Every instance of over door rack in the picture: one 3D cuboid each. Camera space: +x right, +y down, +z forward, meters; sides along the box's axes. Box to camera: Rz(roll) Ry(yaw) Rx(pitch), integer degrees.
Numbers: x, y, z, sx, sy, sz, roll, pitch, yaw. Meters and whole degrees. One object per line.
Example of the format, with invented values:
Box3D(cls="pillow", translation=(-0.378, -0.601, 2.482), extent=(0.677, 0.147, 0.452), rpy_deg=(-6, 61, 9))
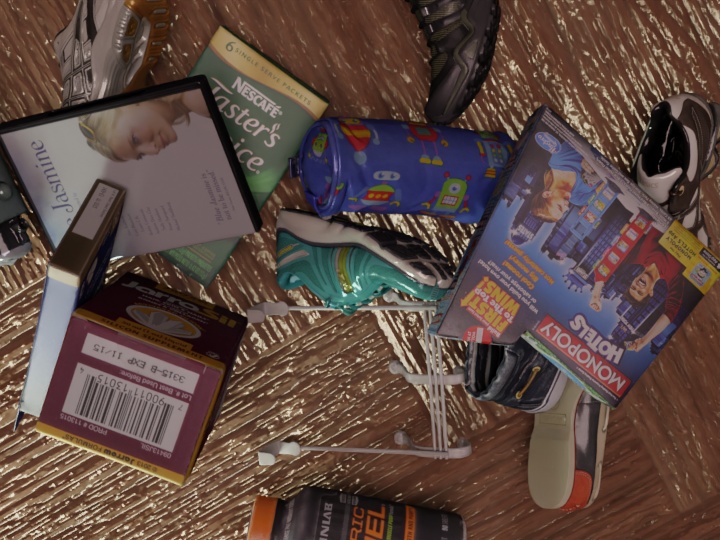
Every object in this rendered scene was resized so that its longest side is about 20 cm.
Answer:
Box3D(cls="over door rack", translation=(0.001, 0.096, 1.043), extent=(0.196, 0.067, 0.151), rpy_deg=(-3, 98, 13))

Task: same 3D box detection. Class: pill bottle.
Box3D(cls="pill bottle", translation=(-0.008, 0.260, 1.045), extent=(0.196, 0.106, 0.108), rpy_deg=(11, 99, -2))

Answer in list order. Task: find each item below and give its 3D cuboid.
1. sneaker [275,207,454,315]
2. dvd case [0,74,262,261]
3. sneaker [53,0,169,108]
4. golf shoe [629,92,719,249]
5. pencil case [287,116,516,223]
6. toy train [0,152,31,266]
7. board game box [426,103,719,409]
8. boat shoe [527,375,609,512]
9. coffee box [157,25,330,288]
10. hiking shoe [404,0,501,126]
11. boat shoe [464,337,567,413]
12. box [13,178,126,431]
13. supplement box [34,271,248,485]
Box3D(cls="sneaker", translation=(0.000, 0.000, 0.980), extent=(0.077, 0.198, 0.081), rpy_deg=(5, 97, -45))
Box3D(cls="dvd case", translation=(-0.196, -0.079, 0.964), extent=(0.197, 0.018, 0.144), rpy_deg=(-10, 121, 17))
Box3D(cls="sneaker", translation=(-0.232, -0.168, 1.002), extent=(0.087, 0.075, 0.202), rpy_deg=(31, 109, 24))
Box3D(cls="golf shoe", translation=(0.260, -0.055, 0.991), extent=(0.077, 0.094, 0.204), rpy_deg=(9, 95, 41))
Box3D(cls="pencil case", translation=(0.041, -0.081, 0.967), extent=(0.197, 0.078, 0.088), rpy_deg=(1, 120, -27))
Box3D(cls="toy train", translation=(-0.357, -0.087, 0.984), extent=(0.113, 0.085, 0.203), rpy_deg=(-17, 100, 32))
Box3D(cls="board game box", translation=(0.158, 0.008, 0.934), extent=(0.199, 0.062, 0.201), rpy_deg=(41, 87, -1))
Box3D(cls="boat shoe", translation=(0.199, 0.119, 1.043), extent=(0.062, 0.071, 0.204), rpy_deg=(10, 85, -38))
Box3D(cls="coffee box", translation=(-0.129, -0.102, 1.016), extent=(0.122, 0.044, 0.201), rpy_deg=(35, 98, -5))
Box3D(cls="hiking shoe", translation=(0.072, -0.230, 0.990), extent=(0.099, 0.076, 0.203), rpy_deg=(14, 95, 12))
Box3D(cls="boat shoe", translation=(0.156, 0.026, 0.999), extent=(0.090, 0.070, 0.204), rpy_deg=(12, 94, -41))
Box3D(cls="box", translation=(-0.247, 0.036, 0.965), extent=(0.032, 0.122, 0.202), rpy_deg=(20, 128, -7))
Box3D(cls="supplement box", translation=(-0.177, 0.085, 0.968), extent=(0.129, 0.200, 0.105), rpy_deg=(20, 99, -3))
